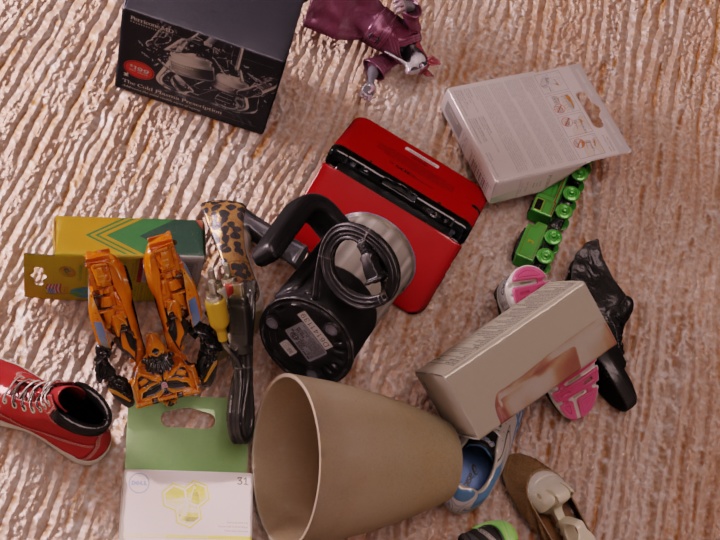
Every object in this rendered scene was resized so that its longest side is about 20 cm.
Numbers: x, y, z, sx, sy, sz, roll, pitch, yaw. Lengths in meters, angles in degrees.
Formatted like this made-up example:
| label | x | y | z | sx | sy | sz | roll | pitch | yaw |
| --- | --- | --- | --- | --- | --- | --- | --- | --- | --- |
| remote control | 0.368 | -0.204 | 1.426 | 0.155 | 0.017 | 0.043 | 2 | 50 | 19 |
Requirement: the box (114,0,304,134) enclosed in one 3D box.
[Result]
| label | x | y | z | sx | sy | sz | roll | pitch | yaw |
| --- | --- | --- | --- | --- | --- | --- | --- | --- | --- |
| box | -0.186 | -0.278 | 1.746 | 0.199 | 0.182 | 0.105 | 17 | 64 | -5 |

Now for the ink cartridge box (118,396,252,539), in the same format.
| label | x | y | z | sx | sy | sz | roll | pitch | yaw |
| --- | --- | --- | --- | --- | --- | --- | --- | --- | --- |
| ink cartridge box | -0.191 | 0.229 | 1.597 | 0.144 | 0.048 | 0.201 | 4 | 68 | -11 |

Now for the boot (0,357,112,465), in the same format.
| label | x | y | z | sx | sy | sz | roll | pitch | yaw |
| --- | --- | --- | --- | --- | --- | --- | --- | --- | --- |
| boot | -0.356 | 0.129 | 1.548 | 0.199 | 0.144 | 0.073 | 27 | 65 | 1 |

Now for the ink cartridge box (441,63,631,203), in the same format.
| label | x | y | z | sx | sy | sz | roll | pitch | yaw |
| --- | --- | --- | --- | --- | --- | --- | --- | --- | --- |
| ink cartridge box | 0.225 | -0.181 | 1.863 | 0.199 | 0.050 | 0.162 | -13 | 60 | -20 |

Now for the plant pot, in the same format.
| label | x | y | z | sx | sy | sz | roll | pitch | yaw |
| --- | --- | --- | --- | --- | --- | --- | --- | --- | --- |
| plant pot | 0.005 | 0.211 | 1.594 | 0.199 | 0.187 | 0.189 | 4 | 65 | -27 |

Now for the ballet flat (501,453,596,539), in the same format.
| label | x | y | z | sx | sy | sz | roll | pitch | yaw |
| --- | --- | --- | --- | --- | --- | --- | --- | --- | --- |
| ballet flat | 0.233 | 0.290 | 1.654 | 0.067 | 0.072 | 0.201 | -21 | 73 | -21 |

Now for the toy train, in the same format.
| label | x | y | z | sx | sy | sz | roll | pitch | yaw |
| --- | --- | --- | --- | --- | --- | --- | --- | --- | --- |
| toy train | 0.246 | -0.082 | 1.842 | 0.056 | 0.042 | 0.201 | 21 | 63 | 9 |

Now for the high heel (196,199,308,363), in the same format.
| label | x | y | z | sx | sy | sz | roll | pitch | yaw |
| --- | --- | --- | --- | --- | --- | --- | --- | --- | --- |
| high heel | -0.172 | 0.012 | 1.694 | 0.142 | 0.072 | 0.200 | 30 | 65 | 13 |

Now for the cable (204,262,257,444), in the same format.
| label | x | y | z | sx | sy | sz | roll | pitch | yaw |
| --- | --- | --- | --- | --- | --- | --- | --- | --- | --- |
| cable | -0.143 | 0.089 | 1.609 | 0.050 | 0.097 | 0.202 | 3 | 107 | 12 |

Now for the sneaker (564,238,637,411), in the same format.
| label | x | y | z | sx | sy | sz | roll | pitch | yaw |
| --- | --- | --- | --- | --- | --- | --- | --- | --- | --- |
| sneaker | 0.305 | 0.067 | 1.777 | 0.104 | 0.060 | 0.200 | -29 | 73 | -18 |

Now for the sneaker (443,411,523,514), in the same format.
| label | x | y | z | sx | sy | sz | roll | pitch | yaw |
| --- | --- | --- | --- | --- | --- | --- | --- | --- | --- |
| sneaker | 0.149 | 0.189 | 1.681 | 0.071 | 0.073 | 0.201 | 24 | 62 | 0 |

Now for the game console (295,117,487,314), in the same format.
| label | x | y | z | sx | sy | sz | roll | pitch | yaw |
| --- | --- | --- | --- | --- | --- | --- | --- | --- | --- |
| game console | 0.035 | -0.072 | 1.799 | 0.199 | 0.119 | 0.173 | 31 | 32 | 1 |

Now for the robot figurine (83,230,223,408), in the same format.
| label | x | y | z | sx | sy | sz | roll | pitch | yaw |
| --- | --- | --- | --- | --- | --- | --- | --- | --- | --- |
| robot figurine | -0.232 | 0.065 | 1.583 | 0.144 | 0.058 | 0.201 | -14 | 113 | -5 |

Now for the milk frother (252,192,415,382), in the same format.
| label | x | y | z | sx | sy | sz | roll | pitch | yaw |
| --- | --- | --- | --- | --- | --- | --- | --- | --- | --- |
| milk frother | 0.000 | 0.000 | 1.616 | 0.188 | 0.199 | 0.181 | -54 | 128 | -48 |

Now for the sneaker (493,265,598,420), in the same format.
| label | x | y | z | sx | sy | sz | roll | pitch | yaw |
| --- | --- | --- | --- | --- | --- | --- | --- | --- | --- |
| sneaker | 0.220 | 0.086 | 1.744 | 0.073 | 0.087 | 0.201 | -31 | 99 | -17 |

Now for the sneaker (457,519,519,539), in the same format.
| label | x | y | z | sx | sy | sz | roll | pitch | yaw |
| --- | --- | --- | --- | --- | --- | --- | --- | --- | --- |
| sneaker | 0.144 | 0.381 | 1.604 | 0.083 | 0.077 | 0.201 | -5 | 64 | 3 |

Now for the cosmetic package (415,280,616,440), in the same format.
| label | x | y | z | sx | sy | sz | roll | pitch | yaw |
| --- | --- | --- | --- | --- | --- | --- | --- | --- | --- |
| cosmetic package | 0.175 | 0.099 | 1.630 | 0.199 | 0.103 | 0.088 | -32 | 99 | -14 |

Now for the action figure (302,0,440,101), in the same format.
| label | x | y | z | sx | sy | sz | roll | pitch | yaw |
| --- | --- | --- | --- | --- | --- | --- | --- | --- | --- |
| action figure | 0.017 | -0.313 | 1.876 | 0.199 | 0.134 | 0.149 | 36 | 20 | -10 |

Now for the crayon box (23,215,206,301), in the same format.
| label | x | y | z | sx | sy | sz | roll | pitch | yaw |
| --- | --- | --- | --- | --- | --- | --- | --- | --- | --- |
| crayon box | -0.281 | -0.012 | 1.637 | 0.198 | 0.127 | 0.051 | 1 | 66 | -13 |
